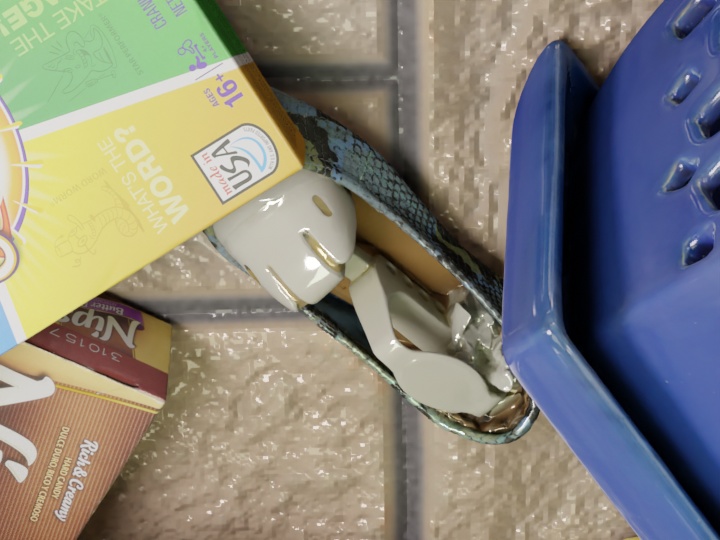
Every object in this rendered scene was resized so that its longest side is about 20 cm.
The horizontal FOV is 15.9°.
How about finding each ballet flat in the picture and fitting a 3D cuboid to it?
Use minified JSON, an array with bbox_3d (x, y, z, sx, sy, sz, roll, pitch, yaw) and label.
[{"bbox_3d":[0.000,0.000,0.981,0.200,0.074,0.074,35,118,-22],"label":"ballet flat"}]

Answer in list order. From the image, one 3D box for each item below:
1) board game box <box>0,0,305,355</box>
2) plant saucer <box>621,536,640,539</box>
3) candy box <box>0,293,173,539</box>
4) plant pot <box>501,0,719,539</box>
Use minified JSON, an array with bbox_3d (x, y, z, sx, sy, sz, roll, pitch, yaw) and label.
[{"bbox_3d":[-0.142,-0.051,0.919,0.199,0.040,0.153,-32,106,9],"label":"board game box"},{"bbox_3d":[0.122,0.239,1.149,0.200,0.049,0.200,38,112,-24],"label":"plant saucer"},{"bbox_3d":[-0.171,0.084,1.046,0.116,0.057,0.200,25,123,-17],"label":"candy box"},{"bbox_3d":[0.161,0.001,0.909,0.179,0.201,0.200,-25,123,23],"label":"plant pot"}]
